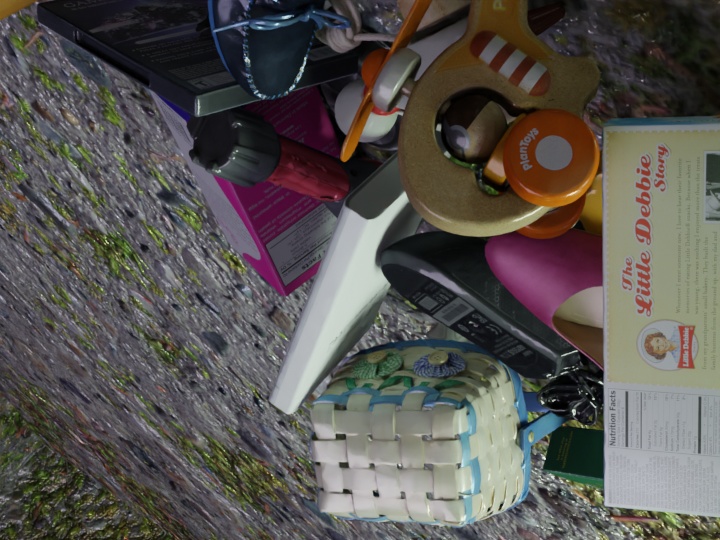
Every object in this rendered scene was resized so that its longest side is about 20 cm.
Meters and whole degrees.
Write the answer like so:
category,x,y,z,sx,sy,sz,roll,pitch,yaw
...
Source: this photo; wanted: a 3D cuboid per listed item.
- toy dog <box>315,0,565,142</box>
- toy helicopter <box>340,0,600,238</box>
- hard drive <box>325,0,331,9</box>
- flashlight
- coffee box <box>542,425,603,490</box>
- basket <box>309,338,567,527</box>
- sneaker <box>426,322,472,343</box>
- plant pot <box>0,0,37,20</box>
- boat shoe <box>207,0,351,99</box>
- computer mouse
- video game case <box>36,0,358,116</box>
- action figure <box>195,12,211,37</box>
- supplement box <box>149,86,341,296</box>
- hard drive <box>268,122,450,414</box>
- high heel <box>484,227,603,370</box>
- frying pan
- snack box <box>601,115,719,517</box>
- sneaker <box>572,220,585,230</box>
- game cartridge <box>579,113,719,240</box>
category,x,y,z,sx,sy,sz,roll,pitch,yaw
toy dog,0.055,-0.132,0.746,0.200,0.096,0.133,27,137,57
toy helicopter,0.061,-0.117,0.630,0.131,0.202,0.079,6,168,6
hard drive,-0.032,-0.246,0.751,0.132,0.026,0.200,47,157,-10
flashlight,-0.032,-0.068,0.892,0.067,0.068,0.199,-24,153,35
coffee box,0.250,0.159,0.930,0.122,0.044,0.200,20,168,-27
basket,0.061,0.122,0.937,0.175,0.200,0.140,-2,93,23
sneaker,0.103,0.023,0.966,0.081,0.075,0.200,55,153,1
plant pot,-0.306,-0.275,0.930,0.200,0.183,0.201,34,156,18
boat shoe,-0.047,-0.179,0.701,0.069,0.084,0.201,41,146,31
computer mouse,0.105,0.030,0.827,0.199,0.053,0.138,35,164,-7
video game case,-0.119,-0.167,0.862,0.200,0.142,0.019,32,130,37
action figure,-0.108,-0.220,0.750,0.119,0.102,0.201,51,171,42
supplement box,-0.080,-0.092,0.973,0.101,0.103,0.201,41,161,41
hard drive,0.000,0.000,0.861,0.027,0.132,0.201,33,133,11
high heel,0.149,0.052,0.655,0.199,0.096,0.067,33,133,-12
frying pan,0.034,-0.110,0.887,0.190,0.031,0.115,40,157,14
snack box,0.181,0.024,0.602,0.115,0.037,0.202,2,101,22
sneaker,0.187,-0.003,0.765,0.089,0.079,0.200,49,156,-10
game cartridge,0.231,-0.003,0.666,0.175,0.033,0.201,-15,123,29
